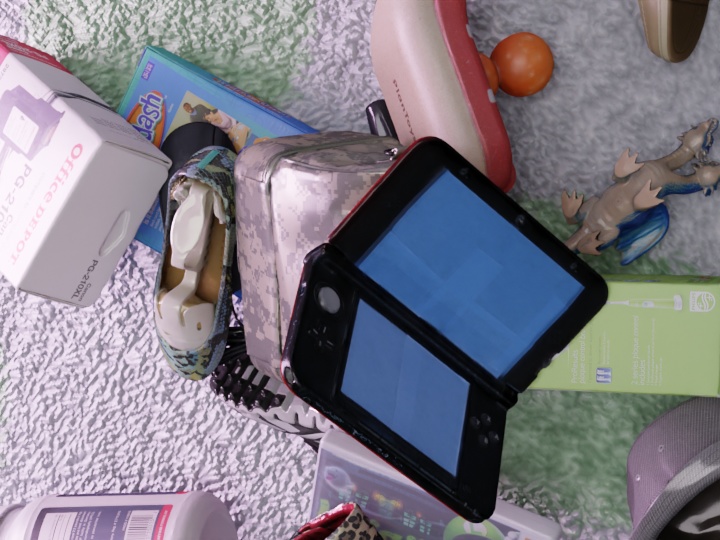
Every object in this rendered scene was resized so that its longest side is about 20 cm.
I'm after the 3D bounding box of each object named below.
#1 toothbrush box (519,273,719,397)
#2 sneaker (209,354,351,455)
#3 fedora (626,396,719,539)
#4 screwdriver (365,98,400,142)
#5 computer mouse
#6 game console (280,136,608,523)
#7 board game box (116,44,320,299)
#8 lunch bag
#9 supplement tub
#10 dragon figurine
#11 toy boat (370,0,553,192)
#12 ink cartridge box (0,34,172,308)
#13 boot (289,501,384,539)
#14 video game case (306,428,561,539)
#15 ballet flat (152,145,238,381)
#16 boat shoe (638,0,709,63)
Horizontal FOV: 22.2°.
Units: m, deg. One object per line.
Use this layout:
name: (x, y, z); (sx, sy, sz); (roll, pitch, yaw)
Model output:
toothbrush box: (0.183, 0.045, 1.400); (0.199, 0.146, 0.087); (3, 93, 15)
sneaker: (-0.038, 0.118, 1.505); (0.199, 0.091, 0.067); (10, 53, 35)
fedora: (0.260, 0.165, 1.395); (0.091, 0.176, 0.201); (60, 142, 39)
screwdriver: (0.044, -0.045, 1.493); (0.028, 0.029, 0.201); (-20, 81, 16)
computer mouse: (-0.096, -0.025, 1.482); (0.139, 0.046, 0.201); (-8, 92, 17)
game console: (0.063, 0.043, 1.255); (0.200, 0.173, 0.118); (38, 131, -25)
board game box: (-0.121, -0.076, 1.534); (0.199, 0.045, 0.153); (29, 100, 12)
lunch bag: (0.000, 0.000, 1.383); (0.139, 0.167, 0.201); (-8, 103, -28)
supplement tub: (-0.210, 0.255, 1.523); (0.199, 0.140, 0.141); (-3, 91, 16)
dragon figurine: (0.203, -0.043, 1.425); (0.200, 0.099, 0.059); (-41, 68, 19)
toy boat: (0.091, -0.154, 1.447); (0.130, 0.130, 0.201); (-18, 87, -15)
ink cartridge box: (-0.268, -0.084, 1.517); (0.200, 0.084, 0.145); (40, 104, 37)
boot: (-0.021, 0.278, 1.467); (0.203, 0.074, 0.154); (-33, 106, 32)
video game case: (0.049, 0.232, 1.462); (0.199, 0.023, 0.183); (22, 130, 15)
ballet flat: (-0.136, 0.001, 1.445); (0.074, 0.074, 0.201); (13, 110, 15)
boat shoe: (0.226, -0.261, 1.419); (0.065, 0.072, 0.201); (2, 102, 37)
